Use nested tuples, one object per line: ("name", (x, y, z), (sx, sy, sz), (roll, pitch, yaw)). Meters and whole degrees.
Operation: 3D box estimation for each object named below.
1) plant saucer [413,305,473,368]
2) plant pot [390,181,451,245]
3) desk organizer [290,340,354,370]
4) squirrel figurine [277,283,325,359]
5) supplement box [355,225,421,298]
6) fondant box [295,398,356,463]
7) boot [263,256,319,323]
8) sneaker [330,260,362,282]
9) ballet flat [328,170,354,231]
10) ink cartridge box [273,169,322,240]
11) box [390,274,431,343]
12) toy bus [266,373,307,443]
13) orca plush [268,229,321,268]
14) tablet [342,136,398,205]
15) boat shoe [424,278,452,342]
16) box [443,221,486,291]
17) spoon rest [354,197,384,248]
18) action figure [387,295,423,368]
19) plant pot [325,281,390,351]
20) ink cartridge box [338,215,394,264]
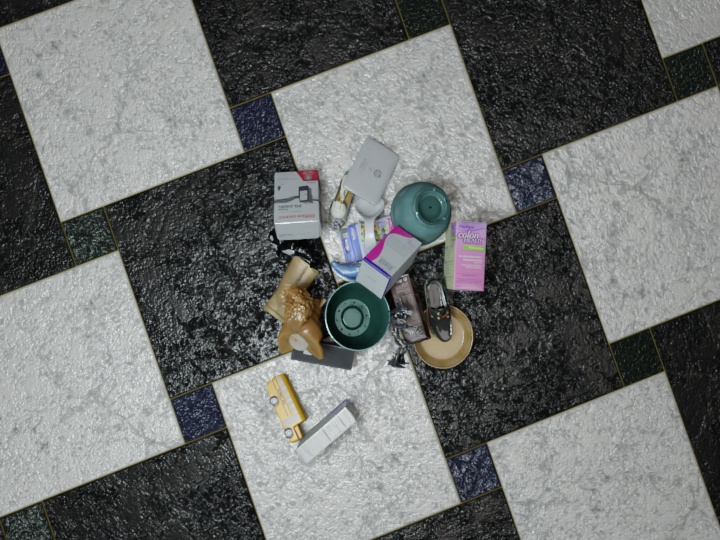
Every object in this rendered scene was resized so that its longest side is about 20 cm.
("plant saucer", (0.265, 0.213, 1.709), (0.194, 0.035, 0.206), (0, 89, -1))
("plant pot", (0.203, -0.187, 1.648), (0.195, 0.134, 0.206), (1, 86, -12))
("desk organizer", (-0.116, 0.252, 1.673), (0.195, 0.077, 0.074), (10, 104, -1))
("squirrel figurine", (-0.165, 0.131, 1.570), (0.138, 0.188, 0.204), (0, 125, 16))
("supplement box", (0.086, -0.028, 1.583), (0.100, 0.104, 0.200), (35, 49, 13))
("fondant box", (-0.103, 0.496, 1.643), (0.199, 0.144, 0.059), (-39, 88, -2))
("boot", (-0.196, 0.082, 1.689), (0.174, 0.066, 0.202), (35, 87, -2))
("sneaker", (0.000, 0.000, 1.675), (0.195, 0.079, 0.091), (17, 96, -1))
("ballet flat", (-0.060, -0.229, 1.694), (0.071, 0.072, 0.205), (20, 89, -1))
("ink cartridge box", (-0.194, -0.205, 1.642), (0.141, 0.084, 0.204), (-4, 59, -2))
("box", (0.156, 0.124, 1.653), (0.073, 0.100, 0.205), (-20, 76, 12))
("toy bus", (-0.229, 0.435, 1.660), (0.077, 0.065, 0.203), (-28, 76, -3))
("orca plush", (-0.215, -0.080, 1.659), (0.105, 0.072, 0.200), (-37, 65, -19))
("tablet", (0.035, -0.319, 1.688), (0.128, 0.014, 0.203), (28, 71, -9))
("boat shoe", (0.248, 0.128, 1.664), (0.072, 0.063, 0.207), (-13, 90, -4))
("box", (0.323, -0.040, 1.645), (0.094, 0.176, 0.206), (2, 88, -1))
("spoon rest", (0.030, -0.167, 1.661), (0.097, 0.061, 0.204), (-4, 55, 4))
("action figure", (0.130, 0.178, 1.544), (0.100, 0.118, 0.206), (4, 92, 27))
("plant pot", (-0.017, 0.145, 1.635), (0.195, 0.161, 0.206), (1, 82, -7))
("ink cartridge box", (0.035, -0.100, 1.709), (0.195, 0.042, 0.122), (-13, 89, 0))
